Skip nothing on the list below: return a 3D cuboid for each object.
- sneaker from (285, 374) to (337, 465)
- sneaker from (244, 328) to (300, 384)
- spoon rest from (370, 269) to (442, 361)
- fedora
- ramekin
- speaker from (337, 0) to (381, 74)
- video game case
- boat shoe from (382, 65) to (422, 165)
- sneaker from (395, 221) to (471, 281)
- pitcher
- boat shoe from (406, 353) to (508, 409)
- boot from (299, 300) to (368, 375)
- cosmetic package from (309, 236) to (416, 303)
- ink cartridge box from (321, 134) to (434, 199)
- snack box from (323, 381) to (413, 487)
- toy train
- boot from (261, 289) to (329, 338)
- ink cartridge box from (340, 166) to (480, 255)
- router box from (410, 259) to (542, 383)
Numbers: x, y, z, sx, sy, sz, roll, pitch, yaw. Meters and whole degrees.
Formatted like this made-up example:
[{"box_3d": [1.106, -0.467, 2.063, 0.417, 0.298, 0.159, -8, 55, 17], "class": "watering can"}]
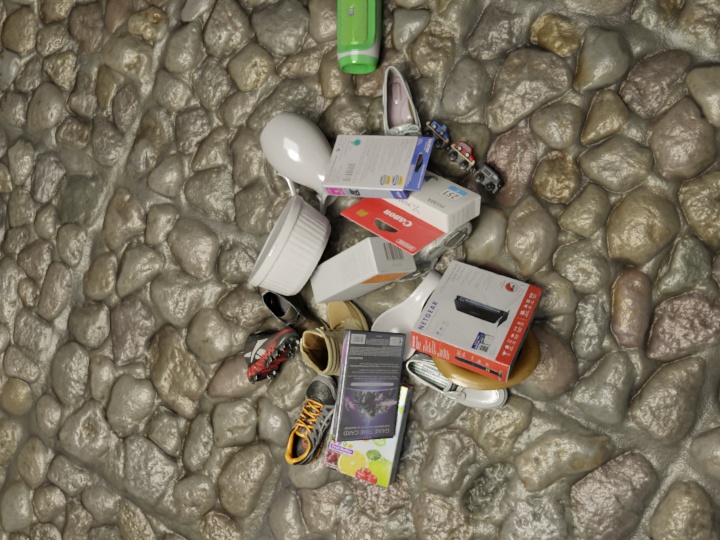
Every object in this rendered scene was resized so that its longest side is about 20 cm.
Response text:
[{"box_3d": [-0.100, 0.308, 1.398, 0.078, 0.077, 0.201, 16, 94, 21], "class": "sneaker"}, {"box_3d": [-0.188, 0.155, 1.405, 0.200, 0.071, 0.098, -45, 60, 48], "class": "sneaker"}, {"box_3d": [0.093, 0.089, 1.336, 0.099, 0.061, 0.200, 37, 101, 17], "class": "spoon rest"}, {"box_3d": [0.224, 0.158, 1.251, 0.200, 0.201, 0.082, 19, 137, 20], "class": "fedora"}, {"box_3d": [-0.135, -0.042, 1.357, 0.094, 0.202, 0.203, 28, 100, -13], "class": "ramekin"}, {"box_3d": [-0.004, -0.501, 1.366, 0.088, 0.088, 0.201, 0, 89, 20], "class": "speaker"}, {"box_3d": [0.018, 0.213, 1.273, 0.019, 0.142, 0.201, 7, 89, 50], "class": "video game case"}, {"box_3d": [0.077, -0.294, 1.326, 0.074, 0.065, 0.203, -9, 75, 10], "class": "boat shoe"}, {"box_3d": [0.118, -0.058, 1.331, 0.200, 0.078, 0.100, -38, 60, 17], "class": "sneaker"}, {"box_3d": [-0.119, -0.208, 1.399, 0.200, 0.121, 0.172, 44, 119, 4], "class": "pitcher"}, {"box_3d": [0.177, 0.215, 1.300, 0.199, 0.067, 0.074, 15, 95, 20], "class": "boat shoe"}, {"box_3d": [-0.054, 0.123, 1.320, 0.073, 0.155, 0.201, -38, 54, 26], "class": "boot"}, {"box_3d": [0.000, 0.000, 1.304, 0.200, 0.101, 0.072, -27, 73, 49], "class": "cosmetic package"}, {"box_3d": [0.035, -0.192, 1.271, 0.199, 0.042, 0.120, 5, 65, 27], "class": "ink cartridge box"}, {"box_3d": [0.015, 0.310, 1.366, 0.142, 0.053, 0.201, 12, 92, 19], "class": "snack box"}, {"box_3d": [0.195, -0.223, 1.315, 0.200, 0.034, 0.046, 44, 100, 15], "class": "toy train"}, {"box_3d": [-0.129, 0.112, 1.399, 0.075, 0.097, 0.200, -44, 75, 15], "class": "boot"}, {"box_3d": [0.089, -0.122, 1.259, 0.200, 0.176, 0.045, 32, 141, 38], "class": "ink cartridge box"}, {"box_3d": [0.209, 0.085, 1.230, 0.179, 0.200, 0.049, 18, 138, 19], "class": "router box"}]
